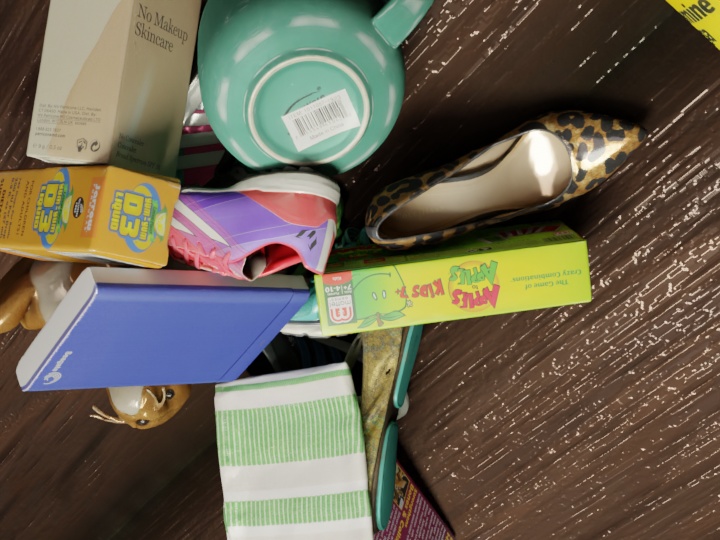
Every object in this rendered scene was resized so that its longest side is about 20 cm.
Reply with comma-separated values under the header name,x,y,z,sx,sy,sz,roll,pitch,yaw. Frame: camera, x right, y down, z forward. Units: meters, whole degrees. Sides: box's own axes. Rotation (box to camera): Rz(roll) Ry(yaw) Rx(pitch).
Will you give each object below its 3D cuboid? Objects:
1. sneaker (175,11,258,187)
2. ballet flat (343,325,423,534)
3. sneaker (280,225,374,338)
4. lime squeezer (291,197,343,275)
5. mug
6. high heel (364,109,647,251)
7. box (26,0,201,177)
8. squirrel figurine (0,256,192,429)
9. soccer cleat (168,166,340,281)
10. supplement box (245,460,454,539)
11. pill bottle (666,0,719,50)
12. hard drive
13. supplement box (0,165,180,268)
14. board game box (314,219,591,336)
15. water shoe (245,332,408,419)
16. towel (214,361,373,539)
name,x,y,z,sx,sy,sz,roll,pitch,yaw
sneaker,-0.117,-0.109,0.962,0.120,0.084,0.201,23,101,-37
ballet flat,0.008,0.122,1.001,0.070,0.202,0.071,10,168,2
sneaker,0.000,0.000,0.981,0.198,0.078,0.080,-16,113,16
lime squeezer,-0.049,-0.039,1.000,0.070,0.038,0.202,15,127,14
mug,-0.037,-0.155,0.838,0.150,0.115,0.186,13,124,-18
high heel,0.103,-0.060,0.848,0.198,0.142,0.072,-14,103,31
box,-0.180,-0.174,0.875,0.077,0.095,0.203,8,89,24
squirrel figurine,-0.214,0.039,1.042,0.141,0.201,0.187,-27,121,14
soccer cleat,-0.104,-0.025,0.867,0.198,0.074,0.068,-7,161,31
supplement box,-0.008,0.249,1.084,0.102,0.132,0.201,-11,129,31
pill bottle,0.237,-0.203,0.718,0.200,0.113,0.112,41,128,-4
hard drive,-0.151,0.048,0.912,0.132,0.199,0.026,-47,57,34
supplement box,-0.218,-0.042,0.884,0.199,0.068,0.067,3,81,47
board game box,0.066,0.004,0.883,0.198,0.102,0.048,-7,100,0
water shoe,-0.053,0.097,1.056,0.199,0.079,0.072,29,139,2
towel,-0.059,0.185,0.975,0.151,0.023,0.202,-12,75,30
